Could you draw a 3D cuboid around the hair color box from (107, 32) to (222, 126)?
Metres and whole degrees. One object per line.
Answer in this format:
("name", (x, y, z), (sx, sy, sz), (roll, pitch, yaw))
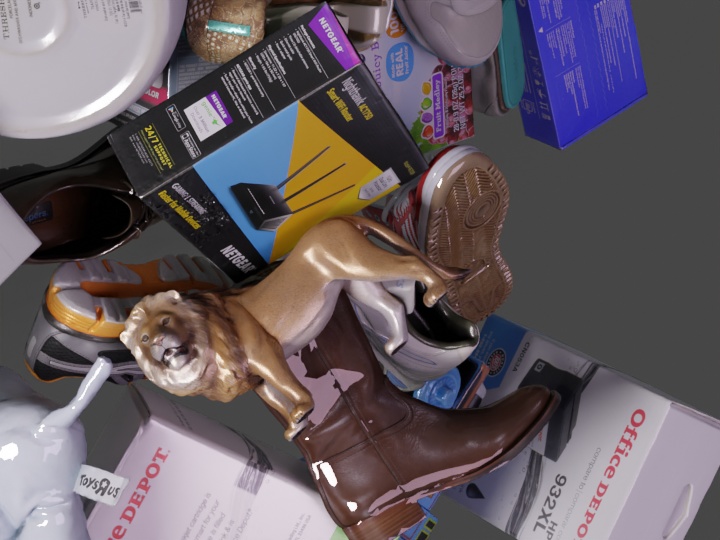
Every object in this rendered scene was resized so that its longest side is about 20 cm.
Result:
("hair color box", (-0.117, -0.184, 1.269), (0.061, 0.099, 0.200), (-10, 114, -36))

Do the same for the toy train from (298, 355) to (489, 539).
("toy train", (0.022, 0.135, 1.530), (0.200, 0.087, 0.114), (-58, 141, -7))

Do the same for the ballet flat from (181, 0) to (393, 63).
("ballet flat", (-0.024, -0.152, 1.260), (0.200, 0.065, 0.071), (-21, 122, -50))

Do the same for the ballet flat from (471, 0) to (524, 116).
("ballet flat", (0.080, -0.198, 1.441), (0.067, 0.064, 0.200), (-51, 147, -47))

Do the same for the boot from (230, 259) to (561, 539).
("boot", (0.016, 0.057, 1.367), (0.186, 0.064, 0.200), (-33, 92, -24))

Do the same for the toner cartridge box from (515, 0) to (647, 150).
("toner cartridge box", (0.149, -0.198, 1.521), (0.095, 0.043, 0.200), (-33, 126, -26))

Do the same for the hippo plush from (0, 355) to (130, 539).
("hippo plush", (-0.248, 0.142, 1.246), (0.160, 0.200, 0.160), (-8, 91, -29))

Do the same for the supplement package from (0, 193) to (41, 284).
("supplement package", (-0.306, 0.002, 1.176), (0.200, 0.117, 0.117), (-47, 127, -15))

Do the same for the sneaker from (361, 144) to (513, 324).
("sneaker", (0.048, -0.049, 1.433), (0.071, 0.113, 0.200), (-32, 152, -11))

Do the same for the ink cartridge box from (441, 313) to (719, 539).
("ink cartridge box", (0.156, 0.137, 1.557), (0.084, 0.200, 0.145), (24, 91, -43))

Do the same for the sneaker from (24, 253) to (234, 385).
("sneaker", (-0.139, 0.039, 1.370), (0.200, 0.078, 0.077), (9, 128, -45))

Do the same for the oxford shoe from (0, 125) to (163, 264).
("oxford shoe", (-0.148, -0.045, 1.312), (0.200, 0.084, 0.073), (-27, 121, -31))

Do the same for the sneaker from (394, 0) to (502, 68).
("sneaker", (0.066, -0.220, 1.331), (0.076, 0.081, 0.200), (-30, 125, -34))

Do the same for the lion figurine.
("lion figurine", (-0.041, 0.021, 1.291), (0.200, 0.123, 0.072), (-38, 168, -14))

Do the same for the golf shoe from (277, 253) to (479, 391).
("golf shoe", (0.000, 0.000, 1.417), (0.200, 0.097, 0.078), (38, 59, -21))

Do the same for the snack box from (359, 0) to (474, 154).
("snack box", (-0.009, -0.166, 1.387), (0.168, 0.068, 0.200), (-21, 118, -33))

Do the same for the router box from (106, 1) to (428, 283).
("router box", (-0.050, -0.071, 1.253), (0.149, 0.051, 0.200), (-31, 161, 4))

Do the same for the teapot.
("teapot", (-0.189, -0.186, 1.184), (0.197, 0.146, 0.200), (33, 119, -23))

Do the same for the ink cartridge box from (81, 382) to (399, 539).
("ink cartridge box", (-0.098, 0.185, 1.394), (0.200, 0.084, 0.146), (28, 96, -21))
